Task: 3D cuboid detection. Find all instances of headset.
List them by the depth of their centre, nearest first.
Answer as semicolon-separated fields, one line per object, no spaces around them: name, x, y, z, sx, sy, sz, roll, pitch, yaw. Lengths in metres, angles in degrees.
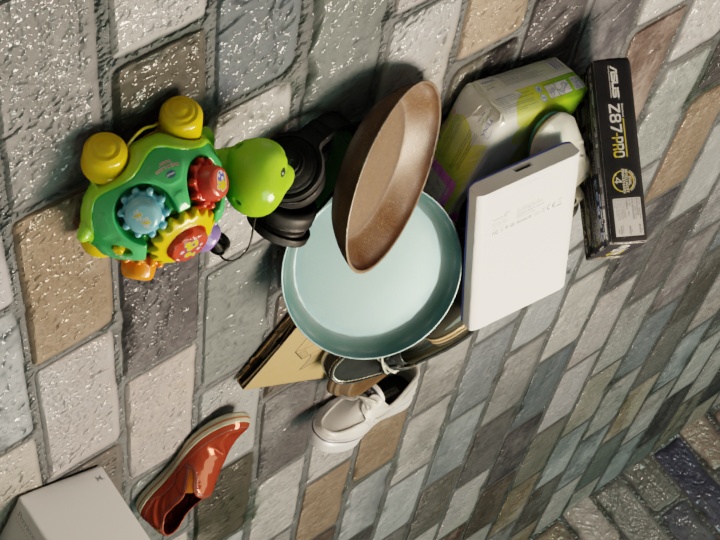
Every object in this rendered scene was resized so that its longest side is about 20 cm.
headset;-0.082;-0.080;1.503;0.200;0.094;0.124;-44;160;-35

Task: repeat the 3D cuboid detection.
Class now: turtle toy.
turtle toy;-0.151;-0.065;1.343;0.199;0.101;0.146;-29;157;-25

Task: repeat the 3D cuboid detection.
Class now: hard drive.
hard drive;0.170;-0.035;1.701;0.131;0.025;0.201;-24;140;-21

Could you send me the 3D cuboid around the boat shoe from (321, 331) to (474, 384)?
boat shoe;0.045;0.087;1.899;0.199;0.061;0.076;-31;129;10

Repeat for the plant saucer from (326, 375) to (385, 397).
plant saucer;0.037;0.093;2.023;0.200;0.029;0.200;-42;166;-13

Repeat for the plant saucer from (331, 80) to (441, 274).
plant saucer;0.020;-0.097;1.564;0.201;0.036;0.202;-55;158;-35

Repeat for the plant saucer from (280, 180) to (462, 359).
plant saucer;0.010;-0.003;1.687;0.198;0.027;0.202;-5;112;-12

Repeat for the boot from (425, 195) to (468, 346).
boot;0.112;-0.016;1.743;0.201;0.077;0.138;-54;154;4

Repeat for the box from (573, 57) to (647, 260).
box;0.272;-0.119;1.758;0.048;0.203;0.161;-5;174;-4

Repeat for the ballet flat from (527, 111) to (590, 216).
ballet flat;0.224;-0.110;1.741;0.069;0.070;0.200;-36;161;-8

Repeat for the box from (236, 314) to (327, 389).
box;-0.041;0.075;1.911;0.164;0.021;0.199;-50;156;25

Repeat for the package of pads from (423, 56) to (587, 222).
package of pads;0.142;-0.134;1.736;0.154;0.068;0.201;-22;152;-41

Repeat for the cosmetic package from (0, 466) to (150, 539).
cosmetic package;-0.319;0.370;1.792;0.122;0.200;0.201;-16;149;-45

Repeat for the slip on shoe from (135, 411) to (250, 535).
slip on shoe;-0.197;0.248;1.944;0.200;0.061;0.074;-48;155;18

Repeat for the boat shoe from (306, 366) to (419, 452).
boat shoe;0.005;0.176;2.136;0.199;0.073;0.066;-33;156;-44
